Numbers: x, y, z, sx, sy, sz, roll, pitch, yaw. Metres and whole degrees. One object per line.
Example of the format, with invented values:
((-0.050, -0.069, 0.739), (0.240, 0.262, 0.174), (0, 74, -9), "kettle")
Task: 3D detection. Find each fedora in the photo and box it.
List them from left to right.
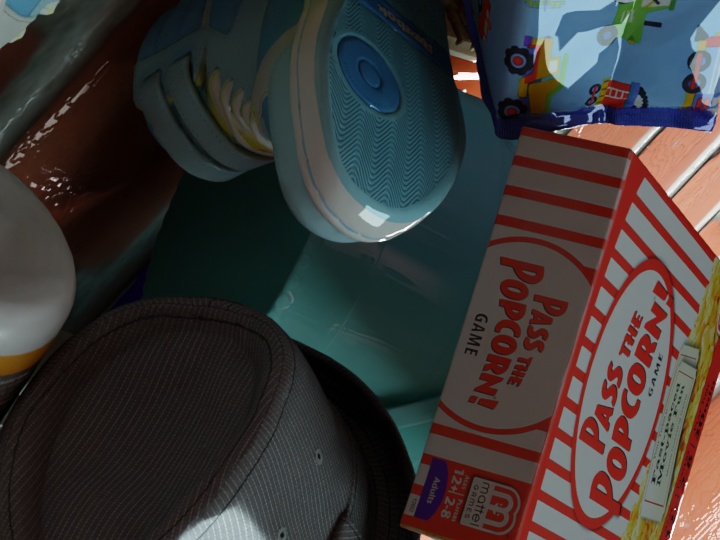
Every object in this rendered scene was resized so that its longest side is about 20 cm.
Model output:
((-0.073, 0.086, 0.768), (0.200, 0.176, 0.090), (-56, 150, -28), "fedora")

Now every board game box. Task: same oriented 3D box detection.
((0.088, 0.048, 0.847), (0.200, 0.046, 0.152), (34, 72, -64), "board game box")

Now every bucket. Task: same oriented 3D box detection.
((0.000, 0.000, 0.975), (0.207, 0.134, 0.208), (-46, -150, 36), "bucket")

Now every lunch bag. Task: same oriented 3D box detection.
((0.075, -0.166, 0.839), (0.094, 0.200, 0.151), (-2, 125, -16), "lunch bag")

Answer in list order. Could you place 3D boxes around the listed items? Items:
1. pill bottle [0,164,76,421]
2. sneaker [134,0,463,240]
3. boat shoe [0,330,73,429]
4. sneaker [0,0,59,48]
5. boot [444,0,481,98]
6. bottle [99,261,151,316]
((-0.198, 0.050, 0.795), (0.200, 0.116, 0.116), (-53, 162, 27), "pill bottle")
((-0.032, -0.057, 0.833), (0.130, 0.079, 0.200), (-35, -150, 26), "sneaker")
((-0.124, 0.067, 1.007), (0.199, 0.072, 0.060), (11, 114, -44), "boat shoe")
((-0.088, -0.106, 0.686), (0.130, 0.080, 0.200), (7, 125, -49), "sneaker")
((0.025, -0.096, 1.070), (0.107, 0.075, 0.200), (-43, 166, 13), "boot")
((-0.089, 0.031, 1.102), (0.200, 0.065, 0.084), (-46, 158, 4), "bottle")
